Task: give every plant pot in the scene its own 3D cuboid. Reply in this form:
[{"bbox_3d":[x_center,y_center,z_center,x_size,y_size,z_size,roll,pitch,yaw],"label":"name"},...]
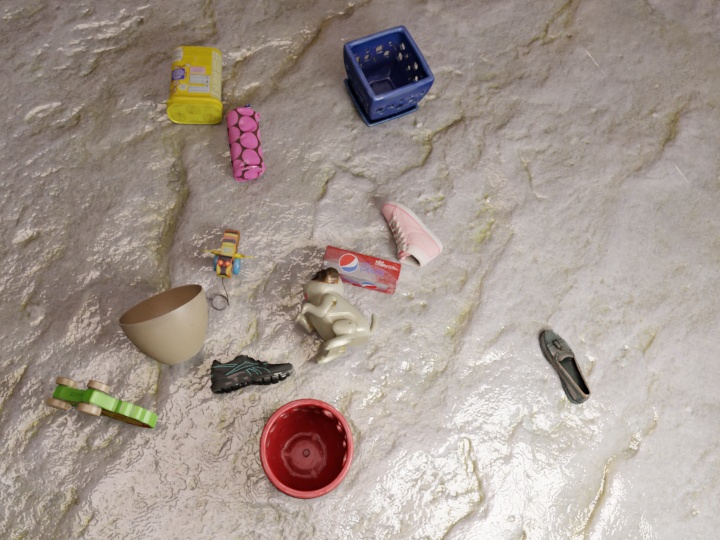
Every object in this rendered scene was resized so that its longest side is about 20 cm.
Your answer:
[{"bbox_3d":[-0.433,0.135,1.490,0.198,0.200,0.136,-24,109,-16],"label":"plant pot"},{"bbox_3d":[0.066,-0.527,1.807,0.198,0.180,0.202,-22,73,-15],"label":"plant pot"},{"bbox_3d":[-0.121,0.395,1.412,0.197,0.183,0.203,3,68,-7],"label":"plant pot"}]

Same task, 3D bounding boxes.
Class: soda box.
[{"bbox_3d":[0.000,0.000,1.651,0.197,0.064,0.071,15,68,-2],"label":"soda box"}]

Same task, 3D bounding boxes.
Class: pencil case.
[{"bbox_3d":[-0.305,-0.338,1.736,0.092,0.091,0.203,-1,70,-23],"label":"pencil case"}]

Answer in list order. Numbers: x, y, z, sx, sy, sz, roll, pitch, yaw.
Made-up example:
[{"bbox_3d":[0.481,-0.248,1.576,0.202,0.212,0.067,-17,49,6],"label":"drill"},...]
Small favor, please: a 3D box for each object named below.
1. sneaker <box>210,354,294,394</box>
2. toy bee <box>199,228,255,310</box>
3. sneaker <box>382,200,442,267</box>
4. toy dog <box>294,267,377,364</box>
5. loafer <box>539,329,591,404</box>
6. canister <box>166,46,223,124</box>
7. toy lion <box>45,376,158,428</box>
[{"bbox_3d":[-0.255,0.232,1.519,0.197,0.076,0.080,-8,67,-11],"label":"sneaker"},{"bbox_3d":[-0.322,-0.022,1.593,0.129,0.109,0.202,-11,70,-14],"label":"toy bee"},{"bbox_3d":[0.114,-0.091,1.695,0.200,0.075,0.105,44,64,6],"label":"sneaker"},{"bbox_3d":[-0.066,0.092,1.568,0.192,0.140,0.202,-21,71,-16],"label":"toy dog"},{"bbox_3d":[0.521,0.234,1.628,0.071,0.063,0.202,-19,72,-15],"label":"loafer"},{"bbox_3d":[-0.452,-0.512,1.783,0.146,0.087,0.203,0,67,-8],"label":"canister"},{"bbox_3d":[-0.549,0.299,1.413,0.198,0.192,0.069,-2,61,36],"label":"toy lion"}]
